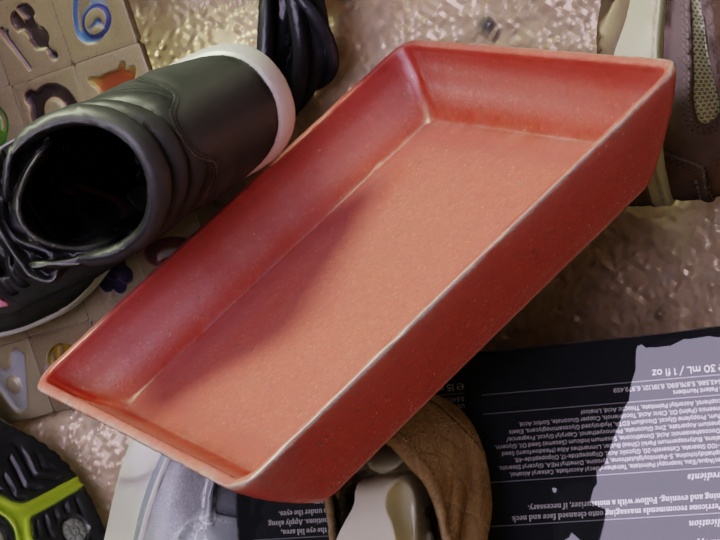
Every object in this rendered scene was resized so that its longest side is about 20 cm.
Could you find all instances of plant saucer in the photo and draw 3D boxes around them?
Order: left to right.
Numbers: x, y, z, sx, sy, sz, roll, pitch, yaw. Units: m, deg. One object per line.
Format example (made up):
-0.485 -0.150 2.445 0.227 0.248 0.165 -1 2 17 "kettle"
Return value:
0.000 0.000 0.864 0.200 0.037 0.200 -44 22 -14 "plant saucer"

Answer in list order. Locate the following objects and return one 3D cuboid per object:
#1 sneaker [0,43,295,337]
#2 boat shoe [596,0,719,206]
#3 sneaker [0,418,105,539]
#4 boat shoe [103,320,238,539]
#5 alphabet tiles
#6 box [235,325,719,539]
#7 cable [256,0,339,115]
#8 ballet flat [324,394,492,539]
-0.124 -0.020 0.946 0.200 0.099 0.071 -29 90 32 "sneaker"
0.123 -0.125 0.883 0.075 0.075 0.203 -2 91 15 "boat shoe"
-0.168 0.096 1.031 0.200 0.075 0.076 56 144 17 "sneaker"
-0.060 0.120 0.965 0.071 0.070 0.201 19 99 17 "boat shoe"
-0.142 -0.039 1.014 0.166 0.006 0.200 -15 96 32 "alphabet tiles"
0.059 0.100 0.888 0.200 0.079 0.141 -6 81 28 "box"
-0.097 -0.102 1.006 0.200 0.051 0.163 19 98 28 "cable"
0.016 0.138 0.825 0.068 0.072 0.200 -5 84 28 "ballet flat"
